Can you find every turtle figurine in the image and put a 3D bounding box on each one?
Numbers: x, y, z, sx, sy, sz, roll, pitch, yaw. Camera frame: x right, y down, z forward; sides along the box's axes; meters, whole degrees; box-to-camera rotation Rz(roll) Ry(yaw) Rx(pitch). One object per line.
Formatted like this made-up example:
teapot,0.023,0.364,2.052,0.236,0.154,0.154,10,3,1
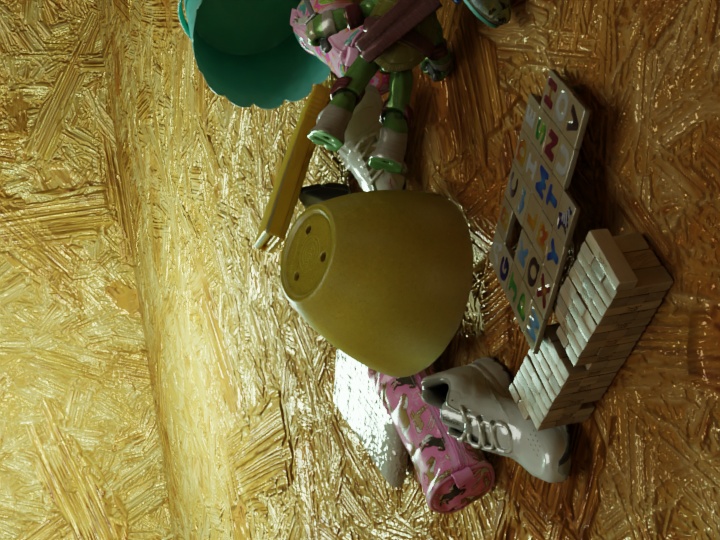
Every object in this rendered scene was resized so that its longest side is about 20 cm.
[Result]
turtle figurine,0.015,-0.203,1.030,0.198,0.143,0.196,10,78,42

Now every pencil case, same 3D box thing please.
pencil case,-0.018,-0.268,1.197,0.200,0.086,0.089,-130,39,-55
pencil case,0.074,0.163,1.112,0.083,0.086,0.201,-41,49,18

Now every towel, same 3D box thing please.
towel,0.016,0.167,1.317,0.200,0.034,0.134,-130,38,-52

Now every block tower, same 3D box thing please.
block tower,0.184,0.054,0.839,0.201,0.057,0.054,105,149,-47

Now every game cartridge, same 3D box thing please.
game cartridge,-0.089,-0.129,1.359,0.176,0.032,0.202,157,134,-79

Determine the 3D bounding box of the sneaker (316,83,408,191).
sneaker,0.015,-0.132,1.135,0.100,0.077,0.200,58,-176,19

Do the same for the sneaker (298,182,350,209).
sneaker,-0.030,-0.060,1.316,0.200,0.070,0.081,-138,43,-58

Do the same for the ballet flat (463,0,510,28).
ballet flat,0.096,-0.307,0.944,0.201,0.073,0.075,62,150,34

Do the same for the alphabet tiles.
alphabet tiles,0.151,-0.059,0.875,0.168,0.007,0.202,-103,21,-61

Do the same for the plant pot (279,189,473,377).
plant pot,0.000,0.000,1.075,0.199,0.141,0.203,-27,56,49

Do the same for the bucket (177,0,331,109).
bucket,-0.135,-0.328,1.336,0.135,0.204,0.209,-115,28,-49

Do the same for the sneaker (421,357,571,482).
sneaker,0.126,0.146,0.968,0.200,0.086,0.076,-148,57,-61
